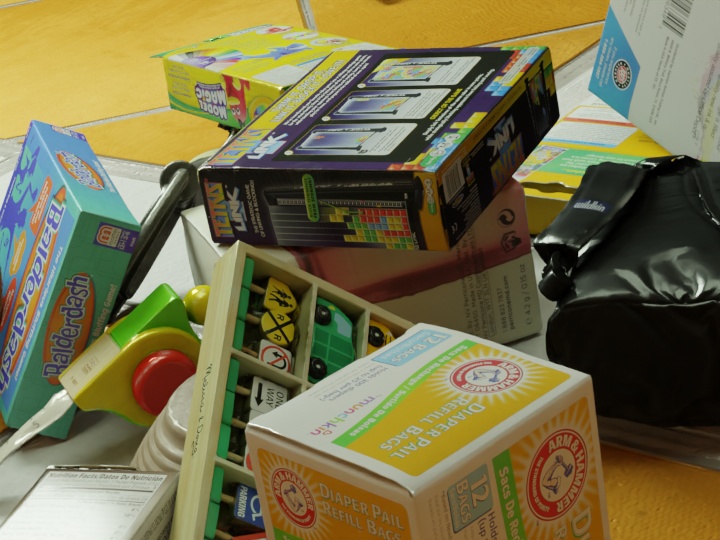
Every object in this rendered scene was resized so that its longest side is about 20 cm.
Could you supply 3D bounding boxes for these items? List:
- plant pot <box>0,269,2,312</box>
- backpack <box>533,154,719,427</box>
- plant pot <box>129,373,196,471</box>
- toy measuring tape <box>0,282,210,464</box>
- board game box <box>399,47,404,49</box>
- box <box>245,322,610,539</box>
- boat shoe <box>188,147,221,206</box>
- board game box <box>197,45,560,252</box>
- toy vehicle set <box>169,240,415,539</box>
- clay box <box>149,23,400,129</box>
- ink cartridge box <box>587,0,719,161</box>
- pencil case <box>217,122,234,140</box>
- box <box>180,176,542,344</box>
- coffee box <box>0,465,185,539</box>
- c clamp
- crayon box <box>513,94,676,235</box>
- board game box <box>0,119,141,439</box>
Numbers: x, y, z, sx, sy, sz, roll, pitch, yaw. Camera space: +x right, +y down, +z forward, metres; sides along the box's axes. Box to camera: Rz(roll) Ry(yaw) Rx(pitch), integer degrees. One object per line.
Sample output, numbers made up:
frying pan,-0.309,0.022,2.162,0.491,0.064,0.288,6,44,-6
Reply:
plant pot,-0.362,0.009,1.310,0.186,0.188,0.200,-21,11,-21
backpack,0.184,0.010,1.120,0.166,0.127,0.200,5,26,5
plant pot,-0.049,0.106,1.047,0.200,0.093,0.201,-8,24,4
toy measuring tape,-0.156,0.087,1.170,0.200,0.074,0.074,-44,30,-3
board game box,0.037,-0.126,1.562,0.134,0.045,0.200,-22,27,-24
box,0.038,0.140,0.808,0.112,0.201,0.101,-30,31,-36
boat shoe,-0.083,-0.045,1.403,0.065,0.074,0.200,-32,27,-36
board game box,0.016,-0.081,1.201,0.165,0.057,0.200,1,28,28
toy vehicle set,-0.028,0.093,0.955,0.027,0.124,0.201,-40,34,44
clay box,-0.065,-0.146,1.434,0.115,0.048,0.200,-20,23,-30
ink cartridge box,0.288,-0.150,1.309,0.146,0.147,0.200,-20,48,-33
pencil case,-0.015,-0.081,1.433,0.199,0.093,0.085,16,-4,42
box,0.000,0.000,1.232,0.199,0.109,0.128,-18,26,-16
coffee box,-0.142,0.191,0.877,0.079,0.115,0.200,-1,25,20
c clamp,-0.139,-0.035,1.311,0.171,0.027,0.200,-56,3,0
crayon box,0.185,-0.072,1.380,0.125,0.052,0.200,9,31,36
board game box,-0.210,0.001,1.268,0.045,0.153,0.200,15,14,-25
